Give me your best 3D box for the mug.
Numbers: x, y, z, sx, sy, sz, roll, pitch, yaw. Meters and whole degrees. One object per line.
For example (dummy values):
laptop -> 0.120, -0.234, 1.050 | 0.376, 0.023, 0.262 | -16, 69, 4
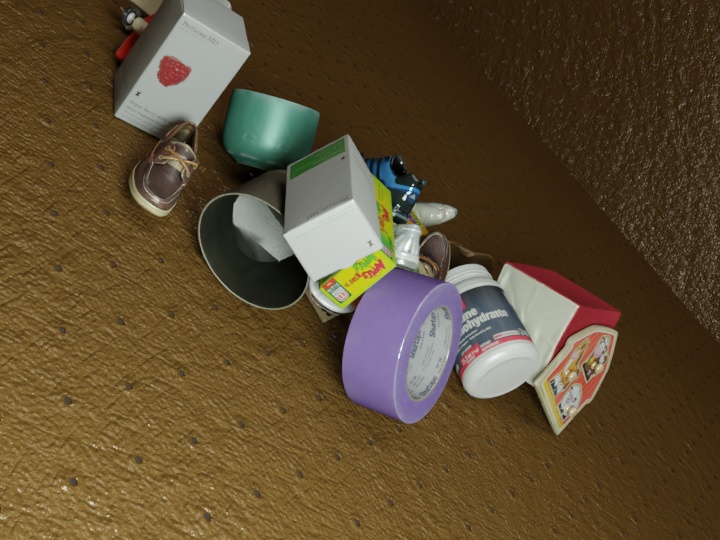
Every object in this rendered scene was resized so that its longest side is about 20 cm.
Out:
mug -> -0.143, -0.223, 1.443 | 0.184, 0.116, 0.151 | 12, 5, -45

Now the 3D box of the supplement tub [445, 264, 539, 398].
supplement tub -> 0.207, 0.104, 1.482 | 0.140, 0.140, 0.201 | 18, 36, -43

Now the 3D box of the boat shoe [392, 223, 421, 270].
boat shoe -> 0.043, -0.049, 1.274 | 0.074, 0.065, 0.202 | 16, 6, -15

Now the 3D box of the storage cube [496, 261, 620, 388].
storage cube -> 0.338, 0.103, 1.591 | 0.199, 0.172, 0.179 | 35, 16, 36

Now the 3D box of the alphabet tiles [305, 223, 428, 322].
alphabet tiles -> 0.000, 0.000, 1.346 | 0.199, 0.008, 0.168 | -24, 74, -26

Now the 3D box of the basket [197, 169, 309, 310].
basket -> -0.133, -0.064, 1.244 | 0.181, 0.135, 0.200 | 52, 19, -16

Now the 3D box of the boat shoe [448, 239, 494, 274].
boat shoe -> 0.180, -0.028, 1.738 | 0.198, 0.073, 0.072 | 9, 11, -35

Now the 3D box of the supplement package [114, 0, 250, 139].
supplement package -> -0.276, -0.314, 1.314 | 0.121, 0.200, 0.120 | 25, 31, -33

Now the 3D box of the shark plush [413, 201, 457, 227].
shark plush -> 0.104, -0.101, 1.653 | 0.083, 0.200, 0.092 | -23, 95, -23

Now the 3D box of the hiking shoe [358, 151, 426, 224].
hiking shoe -> 0.035, -0.152, 1.377 | 0.074, 0.087, 0.200 | 23, 18, -47

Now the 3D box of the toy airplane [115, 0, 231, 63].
toy airplane -> -0.313, -0.407, 1.467 | 0.197, 0.142, 0.202 | 1, 56, -12

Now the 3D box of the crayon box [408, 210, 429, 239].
crayon box -> 0.045, -0.096, 1.509 | 0.127, 0.051, 0.199 | 55, 23, 19

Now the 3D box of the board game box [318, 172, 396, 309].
board game box -> -0.005, -0.046, 1.207 | 0.048, 0.101, 0.201 | 41, 25, -24

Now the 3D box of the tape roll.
tape roll -> 0.062, 0.103, 1.191 | 0.084, 0.202, 0.199 | 16, 12, 29

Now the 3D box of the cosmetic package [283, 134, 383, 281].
cosmetic package -> -0.038, -0.087, 1.148 | 0.085, 0.107, 0.201 | 58, 13, -28

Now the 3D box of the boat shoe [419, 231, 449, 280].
boat shoe -> 0.105, 0.009, 1.431 | 0.072, 0.072, 0.201 | 27, 61, 4

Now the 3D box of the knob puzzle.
knob puzzle -> 0.400, 0.183, 1.531 | 0.218, 0.222, 0.030 | 14, 13, -46

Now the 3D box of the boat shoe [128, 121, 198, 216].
boat shoe -> -0.264, -0.150, 1.200 | 0.072, 0.072, 0.201 | 37, 27, -16

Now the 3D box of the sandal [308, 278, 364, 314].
sandal -> -0.027, 0.025, 1.268 | 0.079, 0.059, 0.206 | 52, 26, 2
